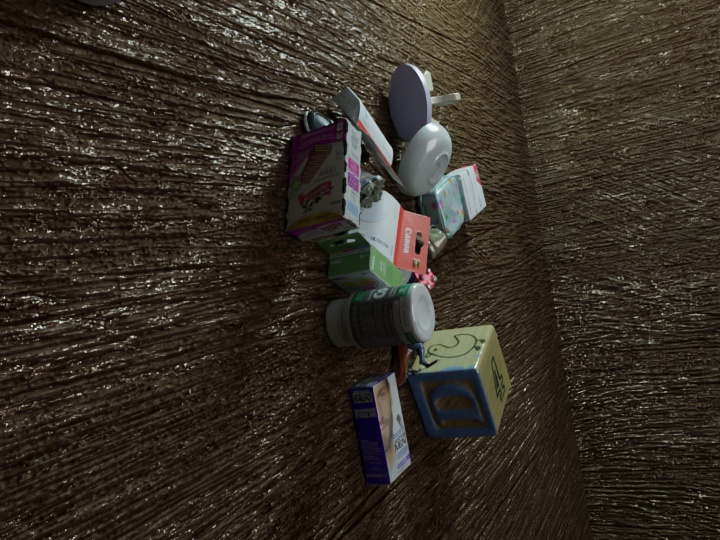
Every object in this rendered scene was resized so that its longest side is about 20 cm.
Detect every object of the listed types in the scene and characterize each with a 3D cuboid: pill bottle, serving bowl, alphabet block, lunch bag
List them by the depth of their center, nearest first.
[{"bbox_3d":[0.037,0.093,1.237,0.113,0.197,0.115,28,57,-56],"label":"pill bottle"},{"bbox_3d":[0.255,0.280,1.598,0.200,0.192,0.199,-52,128,-55],"label":"alphabet block"},{"bbox_3d":[0.180,-0.279,1.651,0.200,0.065,0.202,-41,150,-29],"label":"serving bowl"},{"bbox_3d":[0.233,-0.186,1.822,0.200,0.076,0.163,-45,120,-57],"label":"lunch bag"}]

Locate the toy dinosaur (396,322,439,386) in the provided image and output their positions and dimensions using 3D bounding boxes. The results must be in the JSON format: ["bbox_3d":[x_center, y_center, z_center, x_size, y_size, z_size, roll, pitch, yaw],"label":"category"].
[{"bbox_3d":[0.115,0.149,1.492,0.198,0.105,0.183,-21,77,-46],"label":"toy dinosaur"}]

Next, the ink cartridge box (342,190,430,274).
[{"bbox_3d":[0.065,-0.091,1.386,0.196,0.047,0.163,16,58,-11],"label":"ink cartridge box"}]

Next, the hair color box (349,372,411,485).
[{"bbox_3d":[0.043,0.328,1.322,0.109,0.064,0.204,-15,93,-61],"label":"hair color box"}]

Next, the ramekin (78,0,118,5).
[{"bbox_3d":[-0.342,-0.445,0.806,0.200,0.096,0.204,30,55,-56],"label":"ramekin"}]

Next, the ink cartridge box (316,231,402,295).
[{"bbox_3d":[0.000,0.000,1.299,0.200,0.102,0.060,41,47,-51],"label":"ink cartridge box"}]

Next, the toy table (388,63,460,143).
[{"bbox_3d":[0.162,-0.443,1.685,0.116,0.182,0.204,-12,103,-46],"label":"toy table"}]

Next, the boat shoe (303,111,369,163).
[{"bbox_3d":[-0.048,-0.278,1.340,0.200,0.061,0.076,40,50,-50],"label":"boat shoe"}]

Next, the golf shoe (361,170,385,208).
[{"bbox_3d":[-0.043,-0.163,1.321,0.198,0.097,0.079,-22,138,-42],"label":"golf shoe"}]

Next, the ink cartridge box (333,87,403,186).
[{"bbox_3d":[0.031,-0.295,1.387,0.160,0.047,0.201,48,5,-46],"label":"ink cartridge box"}]

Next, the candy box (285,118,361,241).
[{"bbox_3d":[-0.069,-0.169,1.190,0.061,0.134,0.204,28,57,-54],"label":"candy box"}]

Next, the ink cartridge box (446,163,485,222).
[{"bbox_3d":[0.321,-0.241,1.996,0.200,0.082,0.148,-36,113,-59],"label":"ink cartridge box"}]

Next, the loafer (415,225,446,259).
[{"bbox_3d":[0.170,-0.077,1.594,0.076,0.068,0.200,61,-2,-18],"label":"loafer"}]

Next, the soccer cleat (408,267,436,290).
[{"bbox_3d":[0.113,-0.028,1.577,0.067,0.076,0.201,-45,105,-33],"label":"soccer cleat"}]

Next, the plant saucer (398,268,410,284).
[{"bbox_3d":[0.070,-0.055,1.453,0.198,0.050,0.204,17,66,-43],"label":"plant saucer"}]
